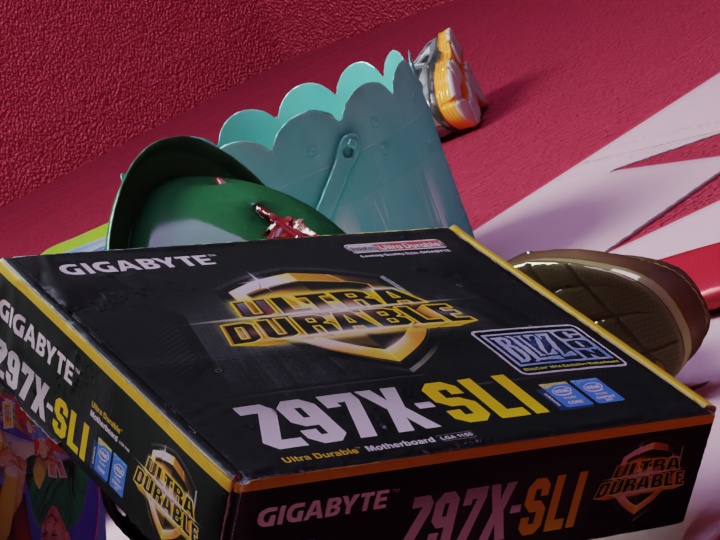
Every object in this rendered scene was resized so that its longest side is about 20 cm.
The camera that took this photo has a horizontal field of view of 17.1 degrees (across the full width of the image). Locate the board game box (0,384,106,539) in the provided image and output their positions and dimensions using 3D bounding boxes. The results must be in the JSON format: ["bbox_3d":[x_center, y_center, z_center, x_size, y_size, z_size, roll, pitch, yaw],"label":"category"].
[{"bbox_3d":[-0.168,0.083,0.892,0.045,0.135,0.200,-9,-10,27],"label":"board game box"}]

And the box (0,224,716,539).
[{"bbox_3d":[-0.004,0.041,0.818,0.199,0.050,0.160,-4,29,-35],"label":"box"}]

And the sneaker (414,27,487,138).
[{"bbox_3d":[0.062,-0.158,2.117,0.077,0.079,0.200,-28,9,13],"label":"sneaker"}]

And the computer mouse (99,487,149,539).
[{"bbox_3d":[-0.124,0.144,0.838,0.200,0.053,0.139,-33,-26,-23],"label":"computer mouse"}]

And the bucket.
[{"bbox_3d":[-0.033,-0.034,1.450,0.206,0.135,0.207,-23,8,3],"label":"bucket"}]

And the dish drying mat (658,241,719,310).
[{"bbox_3d":[0.168,0.001,1.115,0.199,0.018,0.077,-17,13,37],"label":"dish drying mat"}]

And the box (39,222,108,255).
[{"bbox_3d":[-0.236,0.002,2.031,0.121,0.048,0.200,-23,9,12],"label":"box"}]

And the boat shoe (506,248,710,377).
[{"bbox_3d":[0.086,0.020,1.046,0.067,0.072,0.200,-31,9,-31],"label":"boat shoe"}]

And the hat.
[{"bbox_3d":[0.000,0.000,1.067,0.176,0.166,0.201,-23,38,31],"label":"hat"}]
